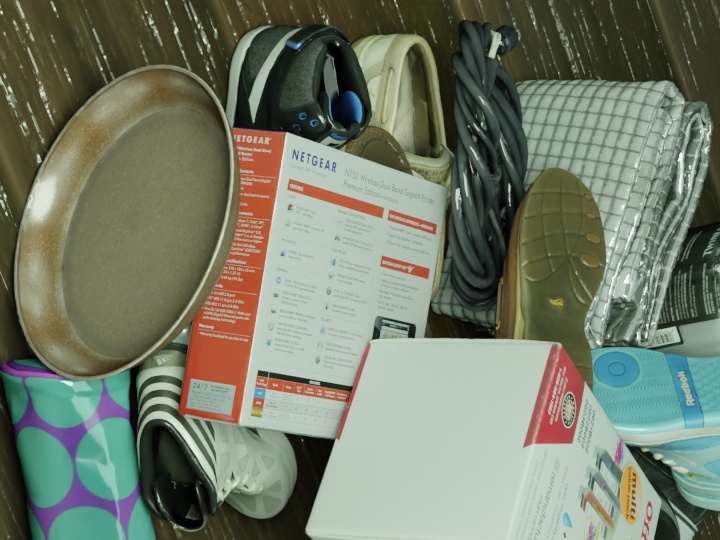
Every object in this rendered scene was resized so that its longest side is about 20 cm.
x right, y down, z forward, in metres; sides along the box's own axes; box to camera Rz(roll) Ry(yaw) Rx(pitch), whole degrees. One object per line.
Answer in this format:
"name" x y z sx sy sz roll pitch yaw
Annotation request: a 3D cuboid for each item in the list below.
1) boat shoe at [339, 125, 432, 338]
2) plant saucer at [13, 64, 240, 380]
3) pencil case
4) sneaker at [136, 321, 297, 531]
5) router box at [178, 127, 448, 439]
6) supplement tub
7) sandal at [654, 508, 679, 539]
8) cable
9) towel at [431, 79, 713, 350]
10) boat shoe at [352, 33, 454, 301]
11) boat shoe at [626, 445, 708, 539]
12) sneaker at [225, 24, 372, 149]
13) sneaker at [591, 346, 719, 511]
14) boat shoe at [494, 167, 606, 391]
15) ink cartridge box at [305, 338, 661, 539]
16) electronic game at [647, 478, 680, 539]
"boat shoe" 0.000 0.000 1.554 0.071 0.076 0.201 -9 97 -33
"plant saucer" -0.138 -0.027 1.363 0.032 0.199 0.201 22 78 -44
"pencil case" -0.173 0.150 1.413 0.085 0.092 0.201 -9 99 -11
"sneaker" -0.102 0.132 1.437 0.201 0.075 0.116 62 29 -48
"router box" -0.025 0.016 1.418 0.200 0.049 0.181 16 83 -57
"supplement tub" 0.238 0.033 1.659 0.122 0.199 0.123 11 73 -39
"sandal" 0.170 0.243 1.598 0.075 0.201 0.045 16 37 -19
"cable" 0.088 -0.070 1.525 0.163 0.050 0.201 -39 131 -81
"towel" 0.159 -0.038 1.626 0.085 0.165 0.201 27 76 -44
"boat shoe" 0.034 -0.068 1.585 0.072 0.065 0.201 -11 99 -38
"boat shoe" 0.192 0.127 1.636 0.071 0.072 0.200 -52 125 -9
"sneaker" -0.047 -0.067 1.490 0.073 0.112 0.201 5 88 -37
"sneaker" 0.218 0.121 1.567 0.199 0.131 0.080 2 49 -2
"boat shoe" 0.120 0.022 1.522 0.072 0.068 0.201 23 56 -24
"ink cartridge box" 0.086 0.158 1.423 0.200 0.144 0.146 53 45 -46
"electronic game" 0.135 0.209 1.622 0.200 0.200 0.042 39 26 -33
